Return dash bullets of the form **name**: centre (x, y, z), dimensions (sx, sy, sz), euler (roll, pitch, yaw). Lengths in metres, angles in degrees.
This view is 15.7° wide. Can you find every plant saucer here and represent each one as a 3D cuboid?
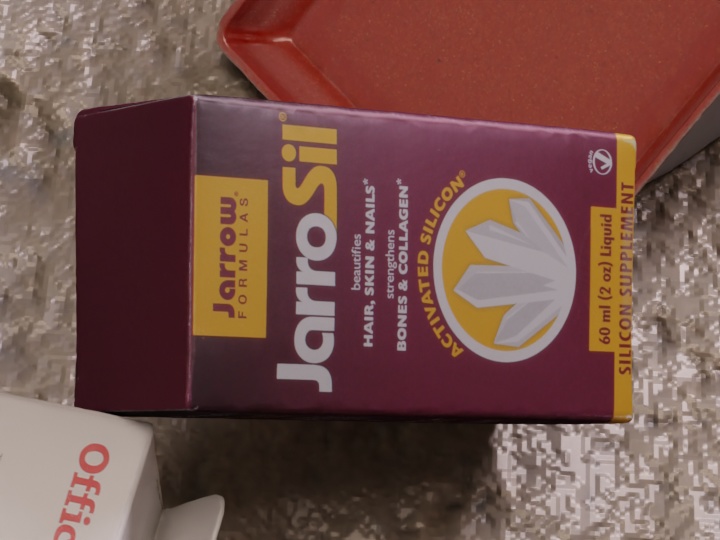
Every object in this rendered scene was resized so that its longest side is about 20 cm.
- **plant saucer**: centre (0.064, -0.108, 1.071), dimensions (0.200, 0.037, 0.200), euler (47, 108, 24)

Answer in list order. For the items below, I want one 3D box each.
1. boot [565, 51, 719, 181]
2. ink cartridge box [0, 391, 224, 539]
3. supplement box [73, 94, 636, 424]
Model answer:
- **boot**: centre (0.163, -0.125, 1.113), dimensions (0.199, 0.074, 0.096), euler (-31, 71, -17)
- **ink cartridge box**: centre (-0.155, 0.122, 0.929), dimensions (0.199, 0.125, 0.129), euler (12, 59, 7)
- **supplement box**: centre (0.000, 0.000, 0.958), dimensions (0.199, 0.085, 0.111), euler (3, 86, -35)
